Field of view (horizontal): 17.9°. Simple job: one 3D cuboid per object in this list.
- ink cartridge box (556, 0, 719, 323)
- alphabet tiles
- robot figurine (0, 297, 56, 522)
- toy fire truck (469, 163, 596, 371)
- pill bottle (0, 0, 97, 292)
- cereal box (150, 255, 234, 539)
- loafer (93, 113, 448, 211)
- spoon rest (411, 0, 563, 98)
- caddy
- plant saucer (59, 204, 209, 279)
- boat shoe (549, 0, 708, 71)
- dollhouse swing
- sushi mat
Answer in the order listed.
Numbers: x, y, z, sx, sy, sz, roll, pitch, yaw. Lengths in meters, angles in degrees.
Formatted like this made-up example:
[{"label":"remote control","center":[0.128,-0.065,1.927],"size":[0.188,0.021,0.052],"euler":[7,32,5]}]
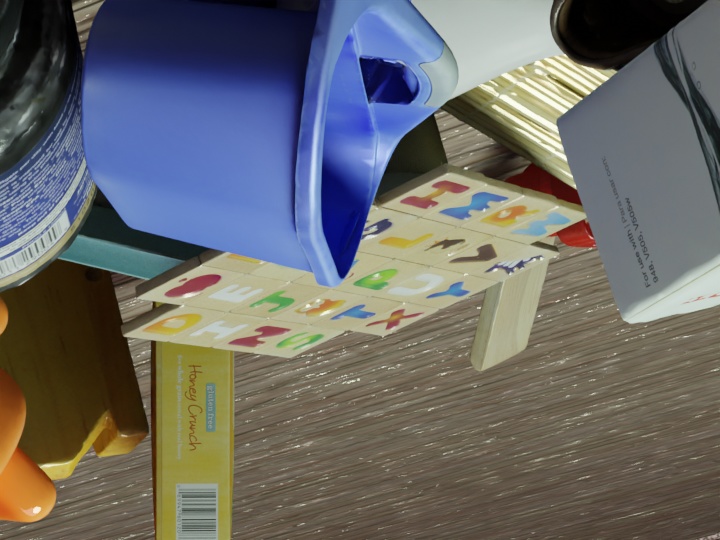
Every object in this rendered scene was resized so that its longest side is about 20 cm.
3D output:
[{"label":"ink cartridge box","center":[0.178,-0.060,0.756],"size":[0.146,0.083,0.200],"euler":[-12,167,-29]},{"label":"alphabet tiles","center":[0.000,0.000,0.970],"size":[0.166,0.006,0.200],"euler":[-25,162,26]},{"label":"robot figurine","center":[-0.223,0.055,0.964],"size":[0.144,0.200,0.117],"euler":[-39,-159,14]},{"label":"toy fire truck","center":[0.146,-0.022,1.173],"size":[0.176,0.129,0.200],"euler":[-1,174,-35]},{"label":"pill bottle","center":[-0.150,-0.066,0.782],"size":[0.111,0.112,0.200],"euler":[-10,165,-6]},{"label":"cereal box","center":[-0.084,0.059,1.124],"size":[0.039,0.145,0.200],"euler":[-1,-179,-5]},{"label":"loafer","center":[-0.050,-0.052,0.996],"size":[0.199,0.070,0.075],"euler":[1,168,22]},{"label":"spoon rest","center":[0.048,-0.084,0.884],"size":[0.199,0.061,0.099],"euler":[18,151,5]},{"label":"caddy","center":[-0.019,-0.074,0.748],"size":[0.105,0.142,0.200],"euler":[12,170,6]},{"label":"plant saucer","center":[-0.132,-0.019,0.998],"size":[0.199,0.019,0.070],"euler":[13,170,13]},{"label":"boat shoe","center":[0.124,-0.115,0.763],"size":[0.075,0.075,0.202],"euler":[-34,174,-25]},{"label":"dollhouse swing","center":[-0.229,0.074,1.156],"size":[0.199,0.182,0.176],"euler":[-7,146,-18]},{"label":"sushi mat","center":[0.101,-0.068,0.943],"size":[0.200,0.012,0.096],"euler":[29,136,-23]}]
